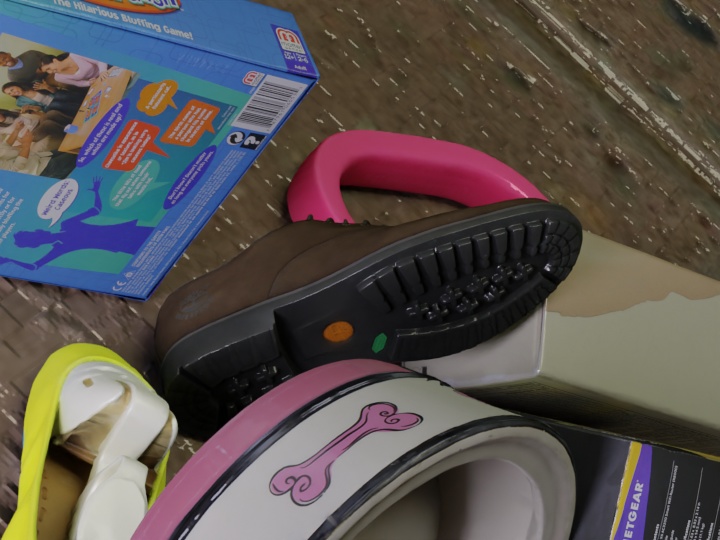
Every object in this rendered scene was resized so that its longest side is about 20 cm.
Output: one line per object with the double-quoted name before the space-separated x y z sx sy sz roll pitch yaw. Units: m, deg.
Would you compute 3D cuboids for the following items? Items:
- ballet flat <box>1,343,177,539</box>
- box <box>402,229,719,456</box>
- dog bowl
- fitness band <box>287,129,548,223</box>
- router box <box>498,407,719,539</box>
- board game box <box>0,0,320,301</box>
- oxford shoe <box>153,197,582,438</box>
"ballet flat" -0.102 0.084 0.859 0.067 0.067 0.200 29 34 -15
"box" 0.122 0.039 1.086 0.199 0.095 0.078 18 70 -43
"dog bowl" -0.013 0.120 0.805 0.074 0.201 0.200 37 27 31
"fitness band" 0.048 -0.013 1.161 0.199 0.037 0.144 6 46 -44
"router box" 0.104 0.097 0.962 0.157 0.053 0.200 15 -3 -36
"board game box" -0.139 -0.063 0.916 0.199 0.152 0.045 11 42 -39
"oxford shoe" 0.000 0.000 0.978 0.199 0.073 0.085 -17 43 -4
